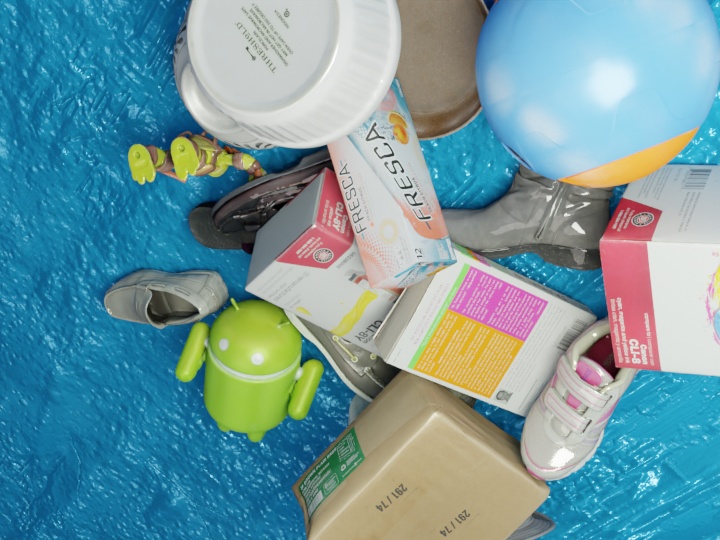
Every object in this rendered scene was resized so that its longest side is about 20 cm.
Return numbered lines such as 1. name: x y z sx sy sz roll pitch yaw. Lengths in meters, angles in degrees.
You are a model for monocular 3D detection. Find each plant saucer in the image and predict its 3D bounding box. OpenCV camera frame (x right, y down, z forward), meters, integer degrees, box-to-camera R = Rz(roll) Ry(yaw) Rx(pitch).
1. plant saucer: 0.046 -0.226 1.077 0.199 0.032 0.201 16 128 22

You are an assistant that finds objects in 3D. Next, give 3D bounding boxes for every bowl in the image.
1. bowl: -0.127 -0.202 1.154 0.199 0.094 0.202 15 127 20

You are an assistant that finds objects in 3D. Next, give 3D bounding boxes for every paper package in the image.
1. paper package: 0.061 0.230 1.152 0.190 0.104 0.200 38 102 -25

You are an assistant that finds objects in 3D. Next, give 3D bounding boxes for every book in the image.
1. book: 0.131 0.063 1.126 0.199 0.048 0.134 25 106 -27

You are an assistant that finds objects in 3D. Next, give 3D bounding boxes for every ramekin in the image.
1. ramekin: -0.070 -0.217 1.014 0.201 0.094 0.204 0 90 22

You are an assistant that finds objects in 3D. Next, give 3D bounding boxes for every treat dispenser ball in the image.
1. treat dispenser ball: 0.195 -0.170 0.913 0.199 0.201 0.202 15 128 21

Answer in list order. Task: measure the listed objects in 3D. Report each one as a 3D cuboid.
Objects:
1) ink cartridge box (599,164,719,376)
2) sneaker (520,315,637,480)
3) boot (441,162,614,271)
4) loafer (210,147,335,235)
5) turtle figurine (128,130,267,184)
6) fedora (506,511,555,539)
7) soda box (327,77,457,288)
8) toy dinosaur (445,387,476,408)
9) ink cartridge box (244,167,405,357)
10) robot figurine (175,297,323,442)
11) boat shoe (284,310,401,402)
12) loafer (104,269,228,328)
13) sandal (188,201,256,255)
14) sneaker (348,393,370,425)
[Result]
1. ink cartridge box: 0.336 -0.001 0.984 0.199 0.145 0.146 3 123 29
2. sneaker: 0.222 0.119 1.105 0.081 0.088 0.201 30 89 23
3. boot: 0.159 -0.080 1.097 0.198 0.070 0.133 5 121 14
4. loafer: -0.077 -0.075 1.198 0.199 0.072 0.063 -23 74 24
5. turtle figurine: -0.174 -0.123 1.216 0.198 0.161 0.065 9 96 15
6. fedora: 0.127 0.270 1.310 0.199 0.176 0.091 -11 86 42
7. soda box: 0.024 -0.086 1.061 0.068 0.063 0.202 -29 72 40
8. toy dinosaur: 0.108 0.148 1.231 0.077 0.102 0.202 19 93 27
9. ink cartridge box: 0.000 0.000 1.175 0.199 0.084 0.145 27 138 -23
10. robot figurine: -0.135 0.120 1.364 0.174 0.116 0.201 19 131 8
11. boat shoe: -0.005 0.083 1.293 0.202 0.072 0.060 44 137 2
12. loafer: -0.261 0.039 1.415 0.199 0.070 0.070 -9 117 34
13. sandal: -0.123 -0.044 1.291 0.199 0.048 0.076 -2 120 31
14. sneaker: 0.016 0.251 1.327 0.074 0.201 0.116 2 133 -1
